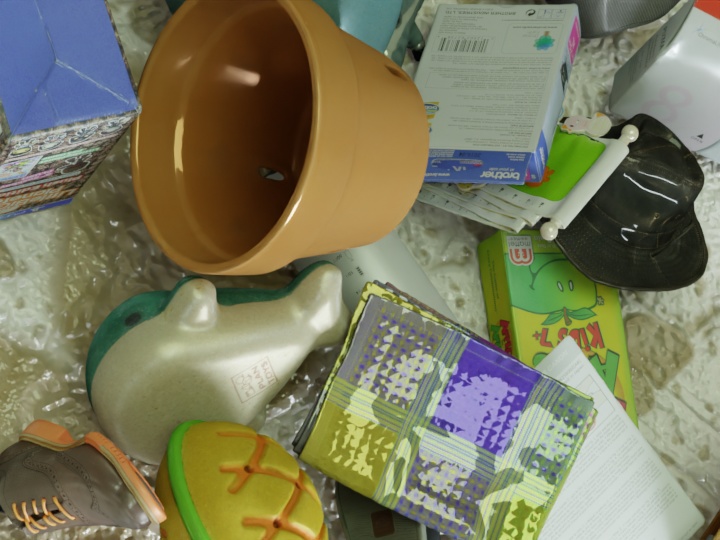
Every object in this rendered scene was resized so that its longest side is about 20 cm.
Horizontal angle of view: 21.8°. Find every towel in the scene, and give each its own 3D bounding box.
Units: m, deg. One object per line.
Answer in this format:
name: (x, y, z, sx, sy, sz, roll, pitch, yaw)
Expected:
towel: (0.061, 0.112, 1.342, 0.199, 0.023, 0.144, 29, 78, -7)

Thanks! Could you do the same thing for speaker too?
speaker: (0.000, 0.000, 1.433, 0.081, 0.081, 0.200, -36, 90, -27)

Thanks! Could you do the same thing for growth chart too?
growth chart: (0.107, -0.090, 1.478, 0.199, 0.018, 0.145, 16, 56, 29)

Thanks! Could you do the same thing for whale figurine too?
whale figurine: (-0.103, 0.051, 1.340, 0.199, 0.160, 0.104, -29, 45, -7)

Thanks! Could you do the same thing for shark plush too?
shark plush: (0.036, -0.198, 1.515, 0.083, 0.090, 0.201, 27, 51, -48)

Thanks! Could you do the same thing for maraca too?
maraca: (-0.070, 0.189, 1.262, 0.201, 0.107, 0.137, 61, 22, 14)

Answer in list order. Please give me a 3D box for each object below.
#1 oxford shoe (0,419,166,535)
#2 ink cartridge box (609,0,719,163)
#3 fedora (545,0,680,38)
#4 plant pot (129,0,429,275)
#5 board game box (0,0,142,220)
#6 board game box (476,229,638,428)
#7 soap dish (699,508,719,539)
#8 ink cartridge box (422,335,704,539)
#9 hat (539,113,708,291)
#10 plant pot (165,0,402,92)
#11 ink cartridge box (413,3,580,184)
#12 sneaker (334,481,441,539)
oxford shoe: (-0.193, 0.153, 1.246, 0.073, 0.200, 0.072, -41, 110, -24)
ink cartridge box: (0.326, -0.168, 1.543, 0.162, 0.200, 0.057, 23, 56, -16)
fedora: (0.212, -0.256, 1.573, 0.200, 0.176, 0.091, -41, 122, -39)
plant pot: (-0.047, -0.092, 1.300, 0.139, 0.199, 0.202, 6, 71, -44)
board game box: (-0.245, -0.139, 1.304, 0.096, 0.200, 0.160, -14, 81, -27)
board game box: (0.160, 0.069, 1.497, 0.101, 0.048, 0.201, 0, 74, -23)
soap dish: (0.322, 0.203, 1.472, 0.081, 0.158, 0.200, 35, 63, 9)
ink cartridge box: (0.150, 0.172, 1.418, 0.162, 0.057, 0.200, -43, 106, -14)
hat: (0.222, -0.074, 1.509, 0.200, 0.081, 0.201, 22, 43, -22)
plant pot: (-0.052, -0.198, 1.427, 0.199, 0.200, 0.136, -19, 112, -26)
ink cartridge box: (0.098, -0.132, 1.479, 0.119, 0.042, 0.201, 3, 48, 20)
sneaker: (0.029, 0.209, 1.397, 0.074, 0.107, 0.201, -10, 47, 10)
